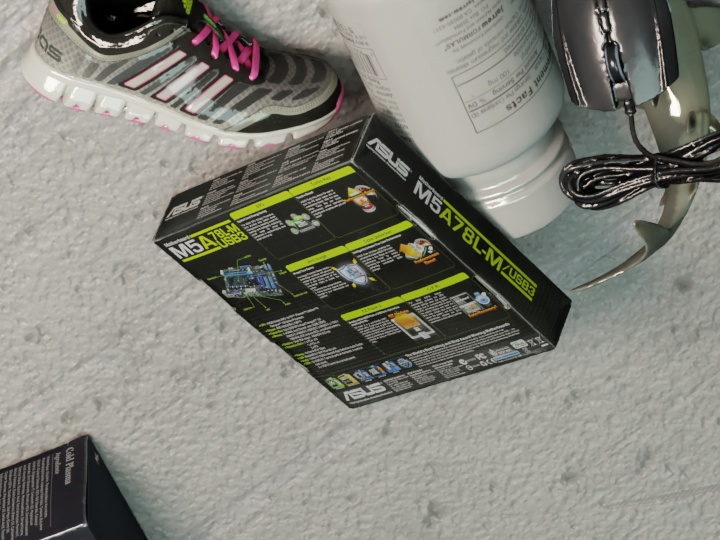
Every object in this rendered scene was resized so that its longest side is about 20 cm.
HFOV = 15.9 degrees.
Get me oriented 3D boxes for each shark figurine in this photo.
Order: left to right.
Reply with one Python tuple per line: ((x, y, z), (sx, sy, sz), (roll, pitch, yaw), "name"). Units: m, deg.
((0.177, -0.093, 1.607), (0.128, 0.216, 0.089), (6, 168, -42), "shark figurine")

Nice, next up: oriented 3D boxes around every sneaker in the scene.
((-0.104, -0.135, 1.567), (0.198, 0.074, 0.088), (10, 127, -6), "sneaker")

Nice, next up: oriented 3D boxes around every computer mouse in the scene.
((0.175, -0.141, 1.512), (0.140, 0.201, 0.046), (-5, 167, 23), "computer mouse")

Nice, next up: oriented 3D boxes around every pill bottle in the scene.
((0.061, -0.121, 1.567), (0.114, 0.115, 0.201), (-22, 123, 8), "pill bottle")

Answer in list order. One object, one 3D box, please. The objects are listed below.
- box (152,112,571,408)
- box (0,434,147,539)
((0.000, 0.000, 1.625), (0.193, 0.048, 0.199), (43, 142, -24), "box")
((-0.228, 0.244, 1.776), (0.181, 0.104, 0.201), (-22, 122, 7), "box")
